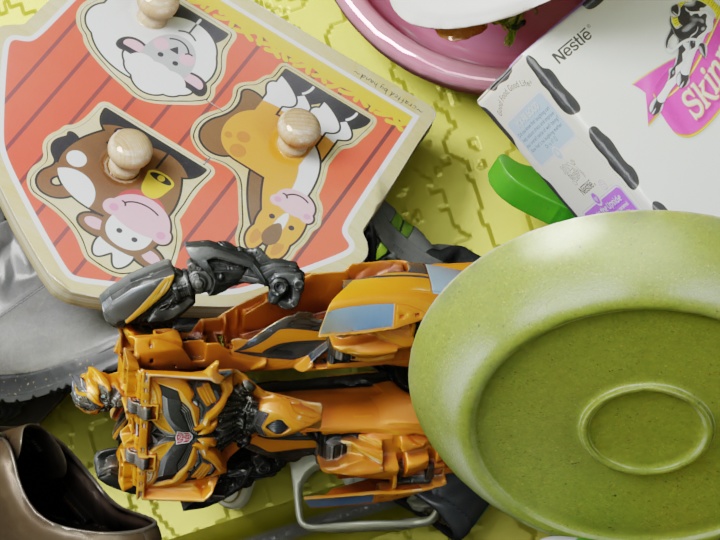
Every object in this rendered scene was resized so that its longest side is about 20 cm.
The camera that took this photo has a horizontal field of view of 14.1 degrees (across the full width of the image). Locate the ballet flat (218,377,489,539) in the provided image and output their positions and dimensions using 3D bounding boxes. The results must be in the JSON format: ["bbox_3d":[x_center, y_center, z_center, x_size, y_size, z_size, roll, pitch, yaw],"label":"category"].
[{"bbox_3d":[-0.033,0.083,1.352,0.200,0.073,0.073,14,79,8],"label":"ballet flat"}]

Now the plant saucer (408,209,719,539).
[{"bbox_3d":[0.119,0.057,1.212,0.200,0.200,0.031,-3,45,7],"label":"plant saucer"}]

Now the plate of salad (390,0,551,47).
[{"bbox_3d":[0.102,-0.167,1.304,0.200,0.200,0.048,-38,115,-3],"label":"plate of salad"}]

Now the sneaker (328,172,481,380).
[{"bbox_3d":[0.000,0.000,1.359,0.200,0.083,0.071,28,82,12],"label":"sneaker"}]

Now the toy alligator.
[{"bbox_3d":[0.148,0.004,1.359,0.200,0.059,0.054,38,40,7],"label":"toy alligator"}]

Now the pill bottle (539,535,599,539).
[{"bbox_3d":[0.117,0.171,1.226,0.200,0.111,0.111,6,78,10],"label":"pill bottle"}]

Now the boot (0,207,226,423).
[{"bbox_3d":[-0.157,-0.004,1.324,0.200,0.070,0.132,-18,84,18],"label":"boot"}]

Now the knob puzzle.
[{"bbox_3d":[-0.081,-0.059,1.303,0.220,0.030,0.220,10,53,-13],"label":"knob puzzle"}]

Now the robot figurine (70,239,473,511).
[{"bbox_3d":[-0.024,0.050,1.259,0.200,0.145,0.058,-5,38,-13],"label":"robot figurine"}]

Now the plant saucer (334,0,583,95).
[{"bbox_3d":[0.075,-0.177,1.408,0.200,0.051,0.201,-1,77,7],"label":"plant saucer"}]

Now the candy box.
[{"bbox_3d":[0.182,-0.059,1.307,0.168,0.072,0.200,-40,88,-20],"label":"candy box"}]

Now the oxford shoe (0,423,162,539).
[{"bbox_3d":[-0.164,0.096,1.274,0.200,0.073,0.084,22,109,24],"label":"oxford shoe"}]

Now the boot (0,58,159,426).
[{"bbox_3d":[-0.135,-0.006,1.390,0.074,0.075,0.200,28,98,9],"label":"boot"}]
